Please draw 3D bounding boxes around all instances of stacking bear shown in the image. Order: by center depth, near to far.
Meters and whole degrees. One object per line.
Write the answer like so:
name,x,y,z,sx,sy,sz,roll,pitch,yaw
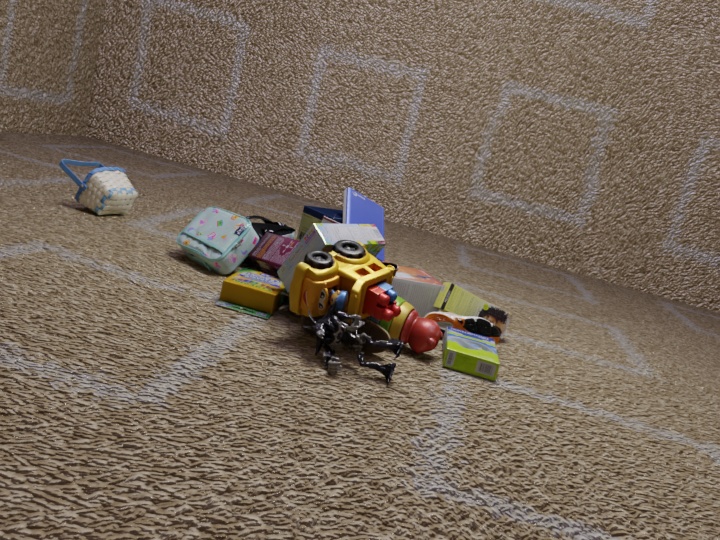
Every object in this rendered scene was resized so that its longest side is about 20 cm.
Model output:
stacking bear,0.083,0.119,1.501,0.199,0.115,0.121,23,14,17

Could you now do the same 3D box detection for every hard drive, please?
hard drive,0.009,-0.118,1.813,0.131,0.025,0.201,28,43,-29

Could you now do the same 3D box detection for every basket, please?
basket,-0.794,-0.262,2.051,0.200,0.139,0.176,49,21,11

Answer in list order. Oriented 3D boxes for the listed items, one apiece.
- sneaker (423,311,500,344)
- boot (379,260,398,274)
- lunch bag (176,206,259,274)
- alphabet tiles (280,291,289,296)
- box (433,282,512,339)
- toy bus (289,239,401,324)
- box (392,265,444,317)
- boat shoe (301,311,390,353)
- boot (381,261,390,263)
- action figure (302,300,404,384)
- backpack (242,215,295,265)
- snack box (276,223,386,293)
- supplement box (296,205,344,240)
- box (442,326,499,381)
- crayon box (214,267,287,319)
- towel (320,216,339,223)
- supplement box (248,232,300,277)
sneaker,0.251,0.138,1.695,0.198,0.076,0.092,15,7,-2
boot,0.050,0.047,1.611,0.198,0.167,0.073,7,50,-34
lunch bag,-0.373,-0.079,1.761,0.199,0.077,0.161,22,58,36
alphabet tiles,-0.093,0.081,1.563,0.166,0.008,0.200,17,-4,9
box,0.294,0.105,1.764,0.199,0.076,0.050,26,-5,-15
toy bus,-0.018,0.046,1.372,0.191,0.137,0.199,33,35,32
box,0.099,0.054,1.810,0.198,0.107,0.152,10,12,-21
boat shoe,-0.025,0.120,1.436,0.198,0.072,0.064,17,13,17
boot,0.000,0.000,1.692,0.199,0.108,0.075,-22,-29,32
action figure,-0.022,0.134,1.277,0.198,0.120,0.102,21,7,6
backpack,-0.276,-0.079,1.919,0.166,0.128,0.200,22,16,24
snack box,-0.064,-0.029,1.531,0.199,0.169,0.068,-4,54,-48
supplement box,-0.069,-0.060,1.900,0.199,0.202,0.134,3,16,-45
box,0.248,0.183,1.539,0.121,0.048,0.200,16,13,4
crayon box,-0.241,0.049,1.553,0.124,0.052,0.200,15,12,3
towel,-0.091,-0.028,1.735,0.023,0.202,0.144,21,5,-43
supplement box,-0.171,-0.015,1.684,0.199,0.086,0.111,16,-29,42
